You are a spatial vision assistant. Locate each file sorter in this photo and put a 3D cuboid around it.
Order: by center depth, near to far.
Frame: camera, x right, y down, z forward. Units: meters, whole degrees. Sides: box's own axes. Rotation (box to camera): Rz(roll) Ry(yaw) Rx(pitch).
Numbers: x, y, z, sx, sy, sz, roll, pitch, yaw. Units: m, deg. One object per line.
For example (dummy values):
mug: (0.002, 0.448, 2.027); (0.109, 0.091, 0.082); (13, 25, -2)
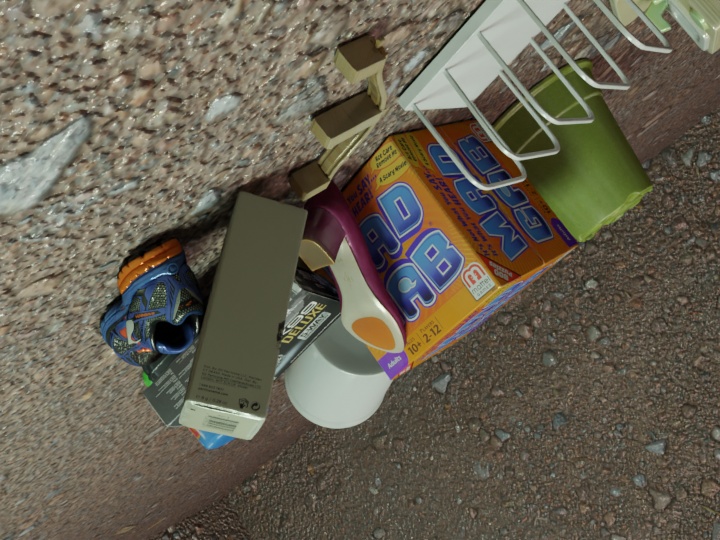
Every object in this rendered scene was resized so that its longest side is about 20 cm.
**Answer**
file sorter: (0.165, -0.185, 0.739); (0.200, 0.125, 0.138); (-43, 165, 34)

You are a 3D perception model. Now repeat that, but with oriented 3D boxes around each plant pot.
plant pot: (0.295, -0.149, 1.082); (0.199, 0.191, 0.200); (-35, 168, -8)

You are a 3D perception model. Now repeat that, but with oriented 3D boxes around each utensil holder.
utensil holder: (-0.022, 0.126, 1.197); (0.169, 0.170, 0.200); (-30, 160, -26)

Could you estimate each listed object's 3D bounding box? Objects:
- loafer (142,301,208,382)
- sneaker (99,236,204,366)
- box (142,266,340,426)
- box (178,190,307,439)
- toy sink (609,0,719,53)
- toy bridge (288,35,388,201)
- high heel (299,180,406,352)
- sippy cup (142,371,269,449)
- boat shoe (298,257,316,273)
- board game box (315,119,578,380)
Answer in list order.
loafer: (-0.163, 0.069, 0.920); (0.200, 0.071, 0.068); (-35, 168, -6)
sneaker: (-0.195, 0.052, 0.745); (0.075, 0.079, 0.200); (-28, 166, -30)
box: (-0.116, 0.081, 0.852); (0.200, 0.050, 0.158); (-45, 163, 6)
box: (-0.102, 0.039, 0.695); (0.082, 0.068, 0.202); (127, -24, -62)
toy sink: (0.398, -0.325, 0.882); (0.200, 0.112, 0.130); (-40, 167, 19)
toy bridge: (-0.011, -0.132, 0.682); (0.067, 0.027, 0.200); (-32, 168, -29)
high heel: (0.000, 0.000, 0.841); (0.067, 0.200, 0.096); (-17, -142, 35)
sippy cup: (-0.191, 0.154, 1.023); (0.177, 0.131, 0.140); (-25, 164, -45)
boat shoe: (-0.047, 0.009, 1.036); (0.068, 0.075, 0.199); (-35, 162, 26)
board game box: (0.091, -0.030, 0.938); (0.199, 0.201, 0.200); (-22, 162, -49)
